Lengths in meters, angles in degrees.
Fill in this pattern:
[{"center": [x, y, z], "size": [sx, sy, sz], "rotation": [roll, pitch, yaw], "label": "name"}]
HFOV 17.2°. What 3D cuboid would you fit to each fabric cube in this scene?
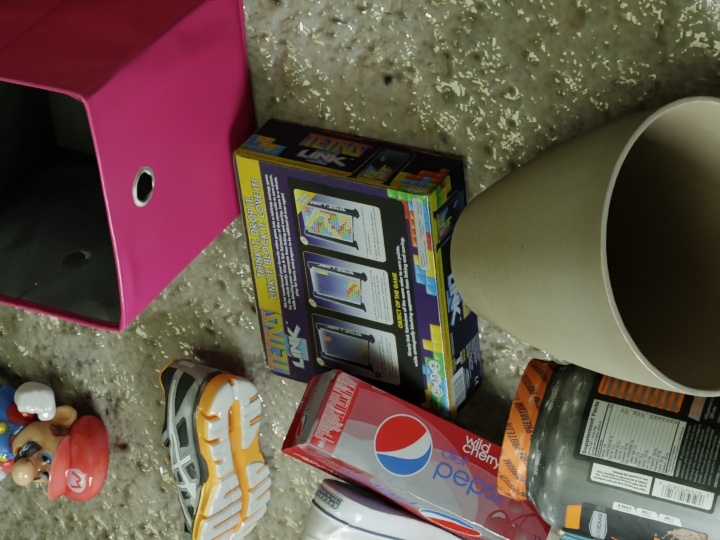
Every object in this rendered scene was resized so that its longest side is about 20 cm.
[{"center": [-0.206, -0.104, 1.711], "size": [0.199, 0.199, 0.197], "rotation": [14, 128, 26], "label": "fabric cube"}]

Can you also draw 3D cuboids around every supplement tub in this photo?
[{"center": [0.199, 0.128, 1.593], "size": [0.199, 0.123, 0.123], "rotation": [14, 129, 13], "label": "supplement tub"}]

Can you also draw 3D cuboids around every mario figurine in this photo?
[{"center": [-0.301, 0.140, 2.017], "size": [0.200, 0.106, 0.123], "rotation": [25, 168, 27], "label": "mario figurine"}]

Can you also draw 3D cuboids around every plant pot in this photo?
[{"center": [0.157, -0.011, 1.562], "size": [0.200, 0.187, 0.188], "rotation": [-4, 120, 52], "label": "plant pot"}]

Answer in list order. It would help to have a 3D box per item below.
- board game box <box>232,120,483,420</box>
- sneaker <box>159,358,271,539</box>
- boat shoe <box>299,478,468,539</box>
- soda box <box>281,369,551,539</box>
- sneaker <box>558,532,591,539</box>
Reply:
[{"center": [0.000, 0.000, 1.746], "size": [0.165, 0.057, 0.201], "rotation": [15, 129, 28], "label": "board game box"}, {"center": [-0.124, 0.153, 1.940], "size": [0.077, 0.078, 0.201], "rotation": [29, 132, 32], "label": "sneaker"}, {"center": [0.030, 0.213, 1.808], "size": [0.200, 0.066, 0.074], "rotation": [24, -175, -37], "label": "boat shoe"}, {"center": [0.047, 0.143, 1.755], "size": [0.200, 0.064, 0.070], "rotation": [27, 164, -12], "label": "soda box"}, {"center": [0.225, 0.161, 1.699], "size": [0.200, 0.081, 0.077], "rotation": [-32, 90, 24], "label": "sneaker"}]
